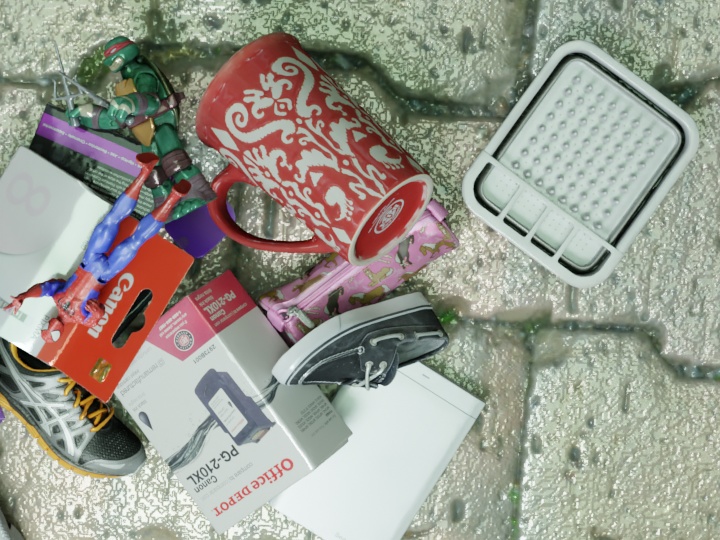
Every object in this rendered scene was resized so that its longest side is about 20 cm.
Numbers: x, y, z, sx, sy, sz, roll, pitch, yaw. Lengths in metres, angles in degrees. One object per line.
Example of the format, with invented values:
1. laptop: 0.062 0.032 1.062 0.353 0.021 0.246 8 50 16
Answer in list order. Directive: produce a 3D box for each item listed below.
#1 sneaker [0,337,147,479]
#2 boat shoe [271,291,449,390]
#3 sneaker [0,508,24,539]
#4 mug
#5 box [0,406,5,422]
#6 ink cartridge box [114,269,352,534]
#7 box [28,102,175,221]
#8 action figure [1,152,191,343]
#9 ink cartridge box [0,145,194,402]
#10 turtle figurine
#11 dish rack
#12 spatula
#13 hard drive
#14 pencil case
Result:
1. sneaker: -0.286 0.125 1.486 0.200 0.078 0.077 38 121 -3
2. boat shoe: 0.006 0.079 1.446 0.068 0.199 0.072 54 131 18
3. sneaker: -0.406 0.246 1.505 0.114 0.075 0.201 -23 97 -2
4. mug: -0.043 -0.093 1.434 0.200 0.178 0.133 42 48 21
5. box: -0.418 0.130 1.444 0.200 0.039 0.137 -40 65 33
6. ink cartridge box: -0.128 0.126 1.461 0.145 0.084 0.200 -37 89 32
7. box: -0.276 -0.043 1.499 0.142 0.036 0.201 24 90 3
8. action figure: -0.236 -0.005 1.351 0.065 0.099 0.200 39 112 4
9. ink cartridge box: -0.277 0.001 1.429 0.200 0.057 0.163 32 90 26
10. turtle figurine: -0.208 -0.141 1.422 0.100 0.150 0.201 -29 95 -16
11. dish rack: 0.212 -0.103 1.501 0.171 0.044 0.200 36 93 -2
12. spatula: -0.199 0.005 1.515 0.056 0.021 0.200 42 97 15
13. hard drive: 0.016 0.180 1.527 0.132 0.027 0.201 32 94 -2
14. pencil case: 0.000 0.000 1.482 0.200 0.087 0.083 -37 122 0
